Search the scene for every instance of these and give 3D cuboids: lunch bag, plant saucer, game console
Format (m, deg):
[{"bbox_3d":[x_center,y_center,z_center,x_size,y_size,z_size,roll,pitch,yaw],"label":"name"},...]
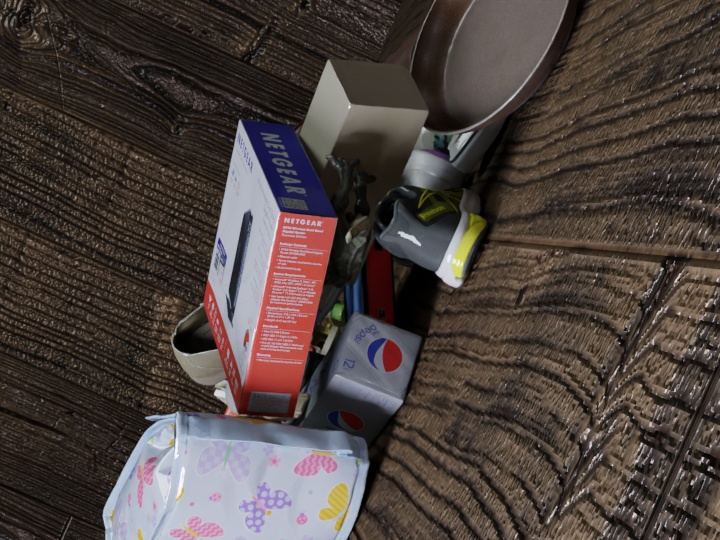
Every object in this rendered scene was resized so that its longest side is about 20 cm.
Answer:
[{"bbox_3d":[-0.101,0.184,1.390,0.200,0.169,0.128,120,149,-43],"label":"lunch bag"},{"bbox_3d":[0.115,-0.199,1.428,0.200,0.032,0.201,-36,40,37],"label":"plant saucer"},{"bbox_3d":[0.000,0.000,1.602,0.177,0.031,0.201,140,129,-75],"label":"game console"}]

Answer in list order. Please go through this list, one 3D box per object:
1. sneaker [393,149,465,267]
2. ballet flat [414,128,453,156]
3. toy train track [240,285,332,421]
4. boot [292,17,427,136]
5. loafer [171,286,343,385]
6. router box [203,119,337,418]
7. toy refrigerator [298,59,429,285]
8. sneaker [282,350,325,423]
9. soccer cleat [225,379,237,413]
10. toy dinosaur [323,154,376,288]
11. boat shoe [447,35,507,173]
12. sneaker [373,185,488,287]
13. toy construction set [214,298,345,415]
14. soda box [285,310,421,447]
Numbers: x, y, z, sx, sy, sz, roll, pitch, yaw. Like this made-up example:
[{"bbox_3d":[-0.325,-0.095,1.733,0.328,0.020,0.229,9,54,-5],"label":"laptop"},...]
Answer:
[{"bbox_3d":[0.035,-0.046,1.623,0.200,0.075,0.100,130,162,-71],"label":"sneaker"},{"bbox_3d":[0.053,-0.118,1.640,0.075,0.074,0.200,-68,8,-20],"label":"ballet flat"},{"bbox_3d":[-0.073,0.080,1.507,0.115,0.032,0.201,-17,44,56],"label":"toy train track"},{"bbox_3d":[0.014,-0.157,1.607,0.200,0.064,0.187,-27,25,56],"label":"boot"},{"bbox_3d":[-0.098,0.037,1.615,0.200,0.076,0.068,-40,-27,12],"label":"loafer"},{"bbox_3d":[-0.078,-0.005,1.419,0.200,0.049,0.180,-117,37,-62],"label":"router box"},{"bbox_3d":[-0.017,-0.083,1.473,0.070,0.076,0.200,-114,35,-42],"label":"toy refrigerator"},{"bbox_3d":[-0.045,0.125,1.634,0.200,0.087,0.074,59,-132,-63],"label":"sneaker"},{"bbox_3d":[-0.093,0.042,1.692,0.201,0.086,0.070,-60,30,-6],"label":"soccer cleat"},{"bbox_3d":[-0.009,-0.043,1.384,0.200,0.047,0.089,115,158,-77],"label":"toy dinosaur"},{"bbox_3d":[0.115,-0.187,1.513,0.072,0.065,0.201,-97,32,-78],"label":"boat shoe"},{"bbox_3d":[0.052,-0.044,1.413,0.075,0.084,0.200,-64,8,4],"label":"sneaker"},{"bbox_3d":[-0.064,0.087,1.789,0.200,0.092,0.131,-53,-23,-11],"label":"toy construction set"},{"bbox_3d":[-0.014,0.116,1.475,0.200,0.063,0.068,122,168,-55],"label":"soda box"}]
